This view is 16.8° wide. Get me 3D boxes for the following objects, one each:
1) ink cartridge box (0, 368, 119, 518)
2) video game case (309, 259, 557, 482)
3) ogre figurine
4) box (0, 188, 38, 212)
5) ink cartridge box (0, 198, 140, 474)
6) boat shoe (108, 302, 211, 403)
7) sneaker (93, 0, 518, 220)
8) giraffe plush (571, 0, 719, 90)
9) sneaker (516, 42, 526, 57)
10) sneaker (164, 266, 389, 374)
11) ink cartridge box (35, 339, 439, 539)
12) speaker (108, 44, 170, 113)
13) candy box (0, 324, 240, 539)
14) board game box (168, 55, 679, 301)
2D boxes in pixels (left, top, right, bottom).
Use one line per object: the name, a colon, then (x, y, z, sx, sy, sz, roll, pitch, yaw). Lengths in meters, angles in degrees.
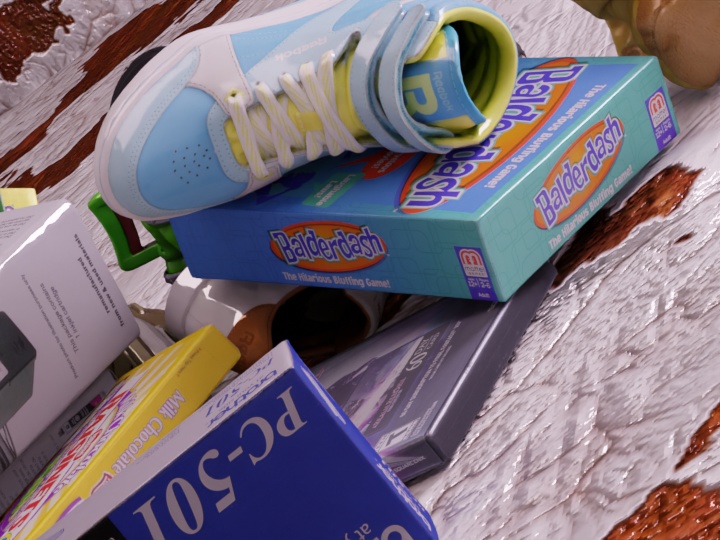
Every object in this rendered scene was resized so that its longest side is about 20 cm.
ink cartridge box: (-0.237, 0.124, 1.219, 0.196, 0.044, 0.200, -9, 25, 47)
video game case: (-0.010, 0.071, 1.100, 0.199, 0.019, 0.143, -28, 18, 38)
ogre figurine: (-0.083, -0.017, 1.358, 0.098, 0.120, 0.200, -32, 16, 23)
box: (-0.209, 0.042, 1.372, 0.048, 0.118, 0.200, -2, -36, -23)
ink cartridge box: (-0.226, 0.060, 1.173, 0.145, 0.084, 0.200, -9, 27, 40)
boat shoe: (-0.116, 0.051, 1.314, 0.068, 0.075, 0.200, -10, 16, -24)
sneaker: (-0.018, -0.076, 1.101, 0.199, 0.080, 0.130, -31, 25, -18)
giraffe plush: (0.091, -0.180, 1.199, 0.200, 0.161, 0.174, 177, 100, -77)
sneaker: (0.020, -0.076, 1.416, 0.200, 0.074, 0.080, -34, 28, 41)
sneaker: (0.000, 0.000, 1.245, 0.200, 0.073, 0.084, -34, 52, -31)
ink cartridge box: (-0.076, 0.127, 0.935, 0.200, 0.094, 0.044, -39, 14, 4)
speaker: (-0.038, -0.071, 1.294, 0.081, 0.082, 0.199, -30, -19, 33)
candy box: (-0.138, 0.109, 1.106, 0.102, 0.026, 0.200, -26, 20, 53)
board game box: (0.028, -0.048, 1.155, 0.199, 0.045, 0.152, 4, 34, 42)
